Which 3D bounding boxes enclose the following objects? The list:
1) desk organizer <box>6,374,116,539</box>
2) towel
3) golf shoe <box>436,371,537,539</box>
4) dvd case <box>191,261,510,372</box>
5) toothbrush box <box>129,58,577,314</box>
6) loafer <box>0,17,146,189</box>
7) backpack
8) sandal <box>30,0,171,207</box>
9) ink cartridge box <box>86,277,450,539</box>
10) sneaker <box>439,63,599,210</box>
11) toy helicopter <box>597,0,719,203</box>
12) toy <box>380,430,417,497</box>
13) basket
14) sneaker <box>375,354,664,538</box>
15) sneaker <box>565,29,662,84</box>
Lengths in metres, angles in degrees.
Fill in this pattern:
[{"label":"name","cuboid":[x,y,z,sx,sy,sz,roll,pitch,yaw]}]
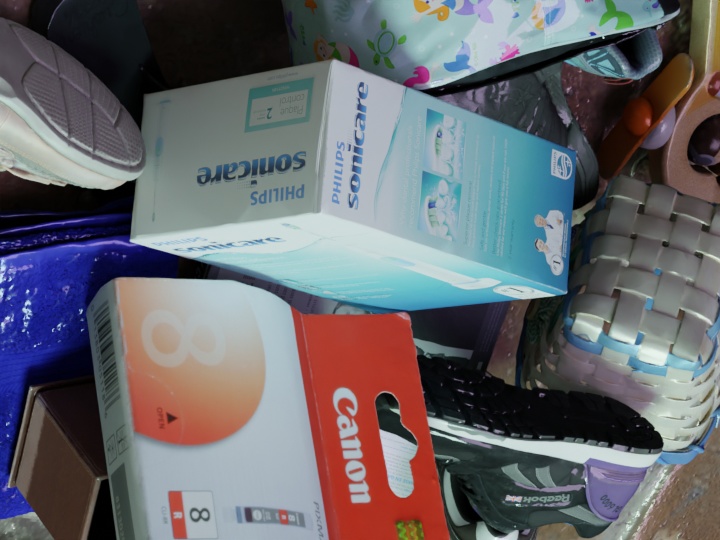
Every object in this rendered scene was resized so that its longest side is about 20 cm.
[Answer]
[{"label":"desk organizer","cuboid":[-0.087,0.099,1.574,0.199,0.077,0.072,-9,131,-35]},{"label":"towel","cuboid":[-0.173,0.054,1.554,0.147,0.050,0.201,-8,130,-27]},{"label":"golf shoe","cuboid":[0.084,0.123,1.778,0.077,0.201,0.095,3,135,-8]},{"label":"dvd case","cuboid":[0.000,0.000,1.676,0.199,0.025,0.151,9,115,-24]},{"label":"toothbrush box","cuboid":[-0.002,-0.040,1.513,0.199,0.146,0.086,15,74,-44]},{"label":"loafer","cuboid":[-0.196,-0.090,1.430,0.063,0.072,0.200,-33,138,27]},{"label":"backpack","cuboid":[0.052,-0.171,1.532,0.199,0.177,0.152,-25,113,-23]},{"label":"sandal","cuboid":[-0.123,-0.080,1.530,0.076,0.043,0.200,-43,141,-11]},{"label":"ink cartridge box","cuboid":[-0.040,0.088,1.512,0.199,0.163,0.050,0,157,-25]},{"label":"sneaker","cuboid":[0.077,-0.091,1.711,0.104,0.060,0.200,-36,136,-16]},{"label":"toy helicopter","cuboid":[0.220,-0.127,1.820,0.131,0.079,0.201,-13,119,-21]},{"label":"toy","cuboid":[-0.001,0.079,1.758,0.114,0.047,0.201,18,101,-19]},{"label":"basket","cuboid":[0.171,0.046,1.787,0.201,0.138,0.177,93,15,-52]},{"label":"sneaker","cuboid":[0.079,0.114,1.650,0.199,0.076,0.088,15,114,-27]},{"label":"sneaker","cuboid":[0.160,-0.203,1.673,0.079,0.095,0.201,-25,134,-30]}]
